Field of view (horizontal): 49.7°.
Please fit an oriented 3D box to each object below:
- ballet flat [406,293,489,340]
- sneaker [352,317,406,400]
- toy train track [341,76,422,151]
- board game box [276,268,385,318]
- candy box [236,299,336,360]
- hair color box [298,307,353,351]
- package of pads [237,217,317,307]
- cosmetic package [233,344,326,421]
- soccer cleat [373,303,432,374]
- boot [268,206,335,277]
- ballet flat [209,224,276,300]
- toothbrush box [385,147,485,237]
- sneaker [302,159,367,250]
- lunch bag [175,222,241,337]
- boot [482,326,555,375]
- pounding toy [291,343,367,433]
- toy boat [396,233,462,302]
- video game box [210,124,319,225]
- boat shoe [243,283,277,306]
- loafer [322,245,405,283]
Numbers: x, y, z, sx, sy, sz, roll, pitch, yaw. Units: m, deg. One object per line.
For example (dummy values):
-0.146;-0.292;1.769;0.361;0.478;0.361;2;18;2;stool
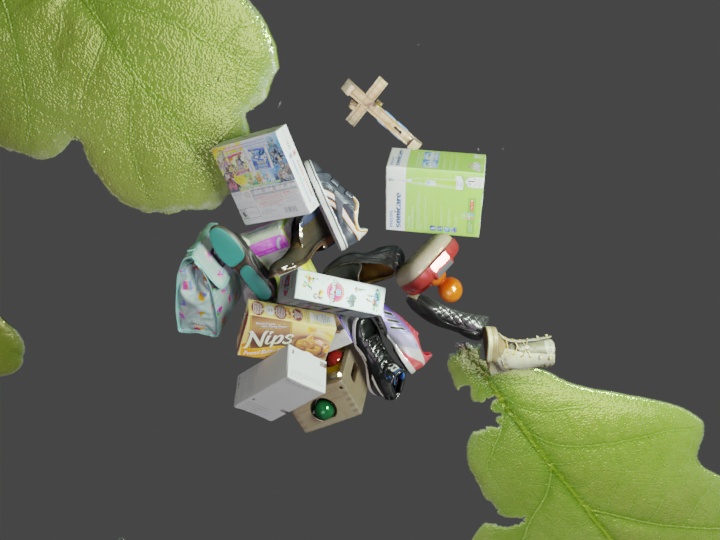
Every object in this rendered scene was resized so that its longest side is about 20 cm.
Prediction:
0.194;0.096;1.741;0.196;0.058;0.067;24;155;2;ballet flat
0.052;0.196;1.761;0.111;0.072;0.204;8;119;53;sneaker
0.042;-0.308;1.565;0.199;0.033;0.115;39;118;-10;toy train track
-0.064;0.053;1.646;0.195;0.147;0.066;11;80;-20;board game box
-0.161;0.138;1.684;0.195;0.056;0.117;11;123;-16;candy box
-0.120;0.143;1.812;0.197;0.065;0.111;-24;109;20;hair color box
-0.186;-0.007;1.746;0.151;0.069;0.203;-17;113;20;package of pads
-0.174;0.247;1.692;0.111;0.083;0.199;27;139;-31;cosmetic package
0.089;0.138;1.774;0.072;0.068;0.202;-32;104;-2;soccer cleat
-0.137;-0.065;1.650;0.074;0.199;0.099;-11;109;49;boot
-0.250;-0.023;1.673;0.067;0.069;0.202;-29;106;26;ballet flat
0.152;-0.159;1.581;0.195;0.087;0.148;4;125;8;toothbrush box
-0.052;-0.150;1.641;0.078;0.078;0.203;-27;100;-6;sneaker
-0.339;0.015;1.728;0.119;0.171;0.204;7;121;9;lunch bag
0.345;0.168;1.688;0.151;0.074;0.201;-7;152;12;boot
-0.074;0.258;1.780;0.181;0.201;0.144;-22;113;21;pounding toy
0.158;0.012;1.613;0.131;0.200;0.131;-45;92;-9;toy boat
-0.201;-0.197;1.630;0.196;0.047;0.185;-5;119;37;video game box
-0.214;0.122;1.742;0.069;0.070;0.204;-8;117;21;boat shoe
0.000;0.000;1.708;0.196;0.073;0.074;-19;113;21;loafer
